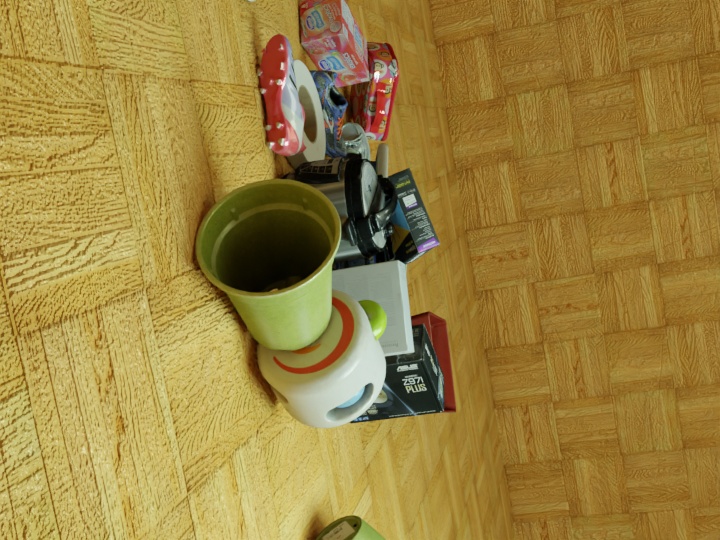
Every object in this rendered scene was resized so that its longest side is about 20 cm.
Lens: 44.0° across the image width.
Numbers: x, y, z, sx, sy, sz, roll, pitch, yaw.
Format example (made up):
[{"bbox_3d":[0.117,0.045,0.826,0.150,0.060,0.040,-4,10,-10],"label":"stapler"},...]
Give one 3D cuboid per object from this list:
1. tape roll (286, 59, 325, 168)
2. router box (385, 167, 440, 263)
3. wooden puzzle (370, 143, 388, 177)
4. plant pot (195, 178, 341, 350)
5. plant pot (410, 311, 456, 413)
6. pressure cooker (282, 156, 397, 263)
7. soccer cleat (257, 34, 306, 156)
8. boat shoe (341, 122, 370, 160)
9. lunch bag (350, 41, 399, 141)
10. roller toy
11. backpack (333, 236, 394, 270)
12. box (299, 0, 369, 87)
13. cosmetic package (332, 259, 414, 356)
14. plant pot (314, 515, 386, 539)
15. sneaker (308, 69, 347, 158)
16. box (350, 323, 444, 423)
[{"bbox_3d":[-0.113,-0.286,1.660,0.202,0.036,0.208,-8,90,-76],"label":"tape roll"},{"bbox_3d":[0.079,-0.095,1.691,0.200,0.050,0.152,139,-71,-77],"label":"router box"},{"bbox_3d":[0.023,-0.160,1.977,0.200,0.045,0.190,117,-23,-72],"label":"wooden puzzle"},{"bbox_3d":[-0.114,0.009,1.255,0.186,0.196,0.204,80,11,-52],"label":"plant pot"},{"bbox_3d":[0.093,0.208,1.888,0.200,0.172,0.205,28,54,-72],"label":"plant pot"},{"bbox_3d":[-0.030,-0.104,1.557,0.179,0.196,0.180,42,42,-66],"label":"pressure cooker"},{"bbox_3d":[-0.130,-0.299,1.530,0.076,0.066,0.205,-3,89,-54],"label":"soccer cleat"},{"bbox_3d":[-0.021,-0.227,1.904,0.065,0.073,0.207,52,39,-68],"label":"boat shoe"},{"bbox_3d":[0.032,-0.402,2.023,0.178,0.080,0.203,-105,-159,-51],"label":"lunch bag"},{"bbox_3d":[-0.059,0.137,1.360,0.141,0.196,0.185,65,35,-48],"label":"roller toy"},{"bbox_3d":[0.000,0.000,1.707,0.202,0.150,0.193,79,11,-50],"label":"backpack"},{"bbox_3d":[-0.052,-0.482,1.879,0.200,0.093,0.105,43,41,-67],"label":"box"},{"bbox_3d":[-0.014,0.075,1.518,0.052,0.196,0.154,28,55,-70],"label":"cosmetic package"},{"bbox_3d":[0.006,0.511,1.454,0.203,0.184,0.188,61,20,-13],"label":"plant pot"},{"bbox_3d":[-0.059,-0.312,1.792,0.076,0.077,0.202,-79,156,-49],"label":"sneaker"},{"bbox_3d":[0.046,0.197,1.673,0.087,0.196,0.165,-84,159,-44],"label":"box"}]
